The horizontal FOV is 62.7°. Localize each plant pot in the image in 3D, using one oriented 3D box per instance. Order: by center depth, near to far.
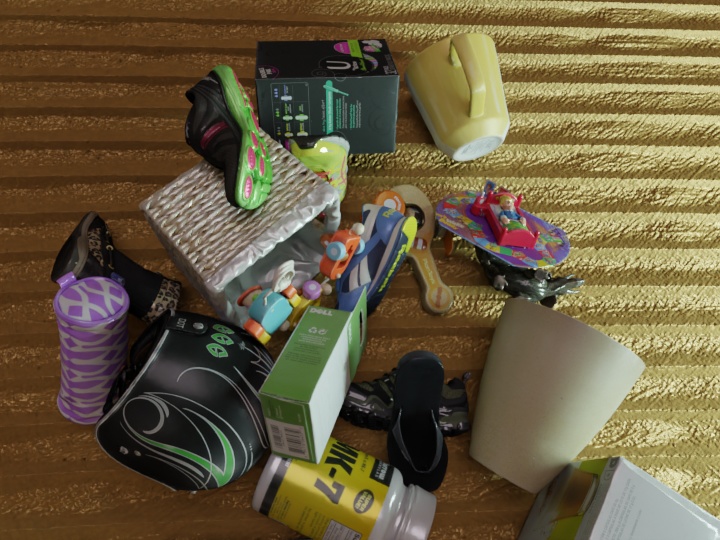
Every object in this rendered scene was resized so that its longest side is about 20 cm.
[{"bbox_3d":[0.226,0.168,0.750,0.187,0.187,0.201,28,84,6],"label":"plant pot"}]

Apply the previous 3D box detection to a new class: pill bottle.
[{"bbox_3d":[-0.018,0.273,0.709,0.199,0.114,0.115,24,69,4],"label":"pill bottle"}]

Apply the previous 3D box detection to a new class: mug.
[{"bbox_3d":[0.149,-0.258,0.907,0.149,0.186,0.154,-23,77,33],"label":"mug"}]

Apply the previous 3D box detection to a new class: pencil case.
[{"bbox_3d":[-0.327,0.098,0.709,0.085,0.201,0.084,26,35,9],"label":"pencil case"}]

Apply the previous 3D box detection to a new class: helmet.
[{"bbox_3d":[-0.186,0.156,0.693,0.190,0.200,0.201,37,67,-22],"label":"helmet"}]

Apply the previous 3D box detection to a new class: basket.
[{"bbox_3d":[-0.147,-0.049,0.780,0.200,0.198,0.161,-40,75,-17],"label":"basket"}]

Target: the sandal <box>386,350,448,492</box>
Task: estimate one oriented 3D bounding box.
[{"bbox_3d":[0.068,0.194,0.717,0.076,0.043,0.201,-7,114,-1],"label":"sandal"}]

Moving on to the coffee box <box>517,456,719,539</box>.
[{"bbox_3d":[0.292,0.354,0.657,0.199,0.198,0.200,32,70,6],"label":"coffee box"}]

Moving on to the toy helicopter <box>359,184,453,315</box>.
[{"bbox_3d":[0.093,-0.033,0.872,0.132,0.079,0.201,-18,82,-21],"label":"toy helicopter"}]

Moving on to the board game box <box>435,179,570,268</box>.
[{"bbox_3d":[0.208,-0.078,0.848,0.200,0.039,0.158,32,40,26],"label":"board game box"}]

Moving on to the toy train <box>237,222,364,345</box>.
[{"bbox_3d":[-0.075,0.007,0.707,0.056,0.151,0.200,34,25,17],"label":"toy train"}]

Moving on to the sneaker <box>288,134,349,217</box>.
[{"bbox_3d":[-0.051,-0.126,0.823,0.078,0.200,0.091,2,80,9],"label":"sneaker"}]

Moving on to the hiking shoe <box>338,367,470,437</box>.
[{"bbox_3d":[0.050,0.160,0.789,0.199,0.076,0.101,13,59,-9],"label":"hiking shoe"}]

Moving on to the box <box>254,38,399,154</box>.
[{"bbox_3d":[-0.053,-0.259,0.881,0.199,0.125,0.149,-3,40,-5],"label":"box"}]

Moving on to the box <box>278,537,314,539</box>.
[{"bbox_3d":[-0.147,0.402,0.683,0.199,0.048,0.159,-1,69,-5],"label":"box"}]

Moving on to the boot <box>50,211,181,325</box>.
[{"bbox_3d":[-0.324,-0.001,0.798,0.150,0.200,0.073,34,94,-27],"label":"boot"}]

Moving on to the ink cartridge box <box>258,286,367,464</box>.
[{"bbox_3d":[-0.047,0.112,0.701,0.059,0.104,0.200,9,38,15],"label":"ink cartridge box"}]

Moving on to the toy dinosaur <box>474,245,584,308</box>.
[{"bbox_3d":[0.216,0.008,0.851,0.199,0.102,0.077,23,93,15],"label":"toy dinosaur"}]

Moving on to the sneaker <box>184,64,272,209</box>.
[{"bbox_3d":[-0.159,-0.148,0.692,0.083,0.077,0.201,-23,61,7],"label":"sneaker"}]

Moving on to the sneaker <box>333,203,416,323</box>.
[{"bbox_3d":[0.000,0.000,0.813,0.082,0.074,0.201,32,100,16],"label":"sneaker"}]
